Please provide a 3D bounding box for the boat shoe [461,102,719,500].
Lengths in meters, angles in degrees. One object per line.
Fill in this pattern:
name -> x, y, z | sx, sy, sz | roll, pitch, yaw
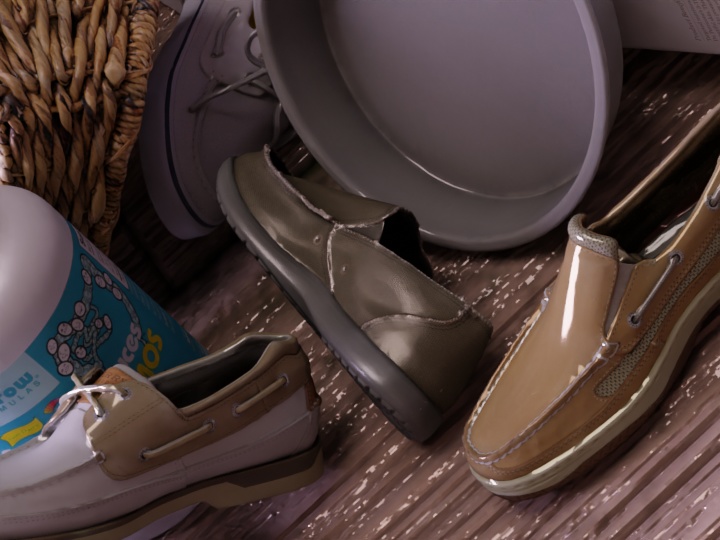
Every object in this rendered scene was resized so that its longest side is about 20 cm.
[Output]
boat shoe -> 0.106, 0.005, 1.070 | 0.200, 0.076, 0.072 | -49, 39, -5

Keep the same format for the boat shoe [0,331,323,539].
boat shoe -> -0.107, 0.075, 1.110 | 0.200, 0.069, 0.075 | -14, 19, -36

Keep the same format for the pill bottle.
pill bottle -> -0.153, 0.036, 1.173 | 0.111, 0.200, 0.111 | -24, 43, 25

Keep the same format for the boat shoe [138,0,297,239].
boat shoe -> -0.051, -0.102, 1.318 | 0.086, 0.075, 0.202 | -15, 38, 27

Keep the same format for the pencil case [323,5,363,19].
pencil case -> 0.055, -0.182, 1.279 | 0.088, 0.088, 0.200 | 11, 63, 46

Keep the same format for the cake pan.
cake pan -> 0.038, -0.106, 1.156 | 0.200, 0.201, 0.037 | 1, 26, 42

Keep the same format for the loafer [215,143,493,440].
loafer -> 0.000, 0.000, 1.182 | 0.070, 0.075, 0.200 | -39, 48, -2

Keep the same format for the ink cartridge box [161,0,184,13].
ink cartridge box -> -0.190, -0.204, 1.478 | 0.068, 0.115, 0.200 | -34, 35, -17

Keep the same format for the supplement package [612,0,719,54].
supplement package -> 0.136, -0.214, 1.136 | 0.200, 0.191, 0.147 | 9, 52, 45

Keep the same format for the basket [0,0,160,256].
basket -> -0.145, -0.067, 1.278 | 0.149, 0.200, 0.143 | -17, 59, -28
